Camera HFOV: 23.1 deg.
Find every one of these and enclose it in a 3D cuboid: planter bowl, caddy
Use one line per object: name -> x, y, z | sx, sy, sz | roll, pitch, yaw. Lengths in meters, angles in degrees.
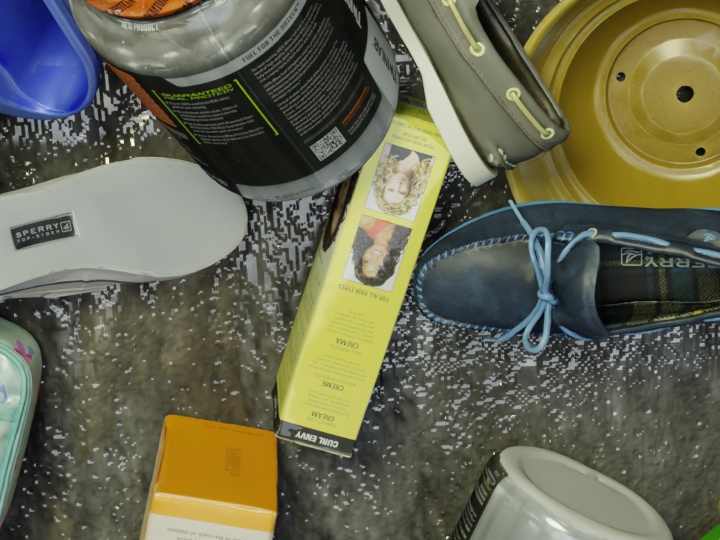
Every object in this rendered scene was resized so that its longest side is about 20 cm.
planter bowl -> 0.181, -0.088, 0.979 | 0.200, 0.083, 0.201 | 3, 114, 8
caddy -> -0.202, -0.154, 0.893 | 0.141, 0.105, 0.200 | 8, 151, 24

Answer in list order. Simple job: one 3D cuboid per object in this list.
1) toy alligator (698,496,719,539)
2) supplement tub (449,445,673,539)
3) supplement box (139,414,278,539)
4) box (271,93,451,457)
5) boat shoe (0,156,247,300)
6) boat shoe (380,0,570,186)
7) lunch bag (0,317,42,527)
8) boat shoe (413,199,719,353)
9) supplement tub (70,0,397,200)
toy alligator -> 0.242, 0.167, 1.075 | 0.054, 0.059, 0.200 | 40, 101, -12
supplement tub -> 0.093, 0.217, 1.052 | 0.122, 0.123, 0.200 | 22, 104, -8
supplement box -> -0.101, 0.202, 1.038 | 0.073, 0.126, 0.200 | 10, 105, -6
box -> 0.000, 0.000, 1.012 | 0.050, 0.075, 0.200 | 16, 104, -8
boat shoe -> -0.165, -0.017, 1.003 | 0.200, 0.070, 0.071 | -14, 90, -23
boat shoe -> 0.044, -0.140, 0.898 | 0.060, 0.072, 0.202 | -21, 114, 15
lunch bag -> -0.292, 0.079, 1.020 | 0.200, 0.077, 0.161 | 16, 105, -7
boat shoe -> 0.123, -0.002, 0.941 | 0.199, 0.069, 0.084 | -11, 111, 13
supplement tub -> -0.065, -0.126, 0.872 | 0.122, 0.200, 0.123 | -7, 66, 16
